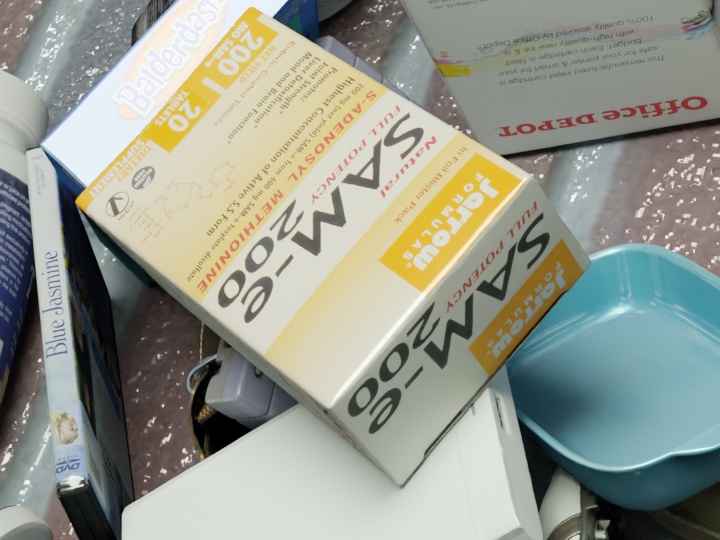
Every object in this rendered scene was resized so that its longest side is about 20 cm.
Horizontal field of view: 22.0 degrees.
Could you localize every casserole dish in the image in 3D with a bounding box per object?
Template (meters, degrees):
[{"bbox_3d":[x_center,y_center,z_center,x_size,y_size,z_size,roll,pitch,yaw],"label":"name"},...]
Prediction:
[{"bbox_3d":[0.123,0.048,0.840,0.120,0.039,0.200,-27,27,-12],"label":"casserole dish"}]

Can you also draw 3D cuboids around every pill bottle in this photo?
[{"bbox_3d":[-0.236,-0.011,1.037,0.110,0.111,0.202,-2,61,22],"label":"pill bottle"}]

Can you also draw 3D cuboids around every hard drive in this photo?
[{"bbox_3d":[-0.020,0.110,0.798,0.199,0.026,0.132,-31,37,18],"label":"hard drive"}]

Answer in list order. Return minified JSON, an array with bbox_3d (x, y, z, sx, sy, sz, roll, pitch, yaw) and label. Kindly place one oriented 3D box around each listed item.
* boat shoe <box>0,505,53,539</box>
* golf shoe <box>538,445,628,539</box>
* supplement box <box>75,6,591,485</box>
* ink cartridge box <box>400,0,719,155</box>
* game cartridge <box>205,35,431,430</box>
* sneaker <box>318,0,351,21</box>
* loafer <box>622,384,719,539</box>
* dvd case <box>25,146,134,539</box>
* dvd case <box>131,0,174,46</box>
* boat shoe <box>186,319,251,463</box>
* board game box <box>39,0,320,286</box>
[{"bbox_3d":[-0.245,0.188,0.952,0.200,0.072,0.066,-48,59,1],"label":"boat shoe"},{"bbox_3d":[0.070,0.170,0.820,0.094,0.078,0.202,-2,60,22],"label":"golf shoe"},{"bbox_3d":[-0.017,-0.017,0.804,0.126,0.074,0.200,-49,48,-7],"label":"supplement box"},{"bbox_3d":[0.103,-0.179,0.937,0.146,0.200,0.146,-7,56,19],"label":"ink cartridge box"},{"bbox_3d":[0.000,0.000,0.921,0.038,0.129,0.202,-17,51,46],"label":"game cartridge"},{"bbox_3d":[-0.023,-0.239,1.117,0.115,0.074,0.201,22,75,48],"label":"sneaker"},{"bbox_3d":[0.194,0.094,0.815,0.199,0.068,0.076,19,70,32],"label":"loafer"},{"bbox_3d":[-0.139,0.057,0.936,0.017,0.143,0.201,-11,56,-2],"label":"dvd case"},{"bbox_3d":[-0.070,-0.179,1.039,0.200,0.016,0.149,-52,23,22],"label":"dvd case"},{"bbox_3d":[-0.050,0.071,0.932,0.072,0.072,0.201,-23,55,9],"label":"boat shoe"},{"bbox_3d":[-0.085,-0.079,0.961,0.045,0.200,0.152,41,80,9],"label":"board game box"}]
